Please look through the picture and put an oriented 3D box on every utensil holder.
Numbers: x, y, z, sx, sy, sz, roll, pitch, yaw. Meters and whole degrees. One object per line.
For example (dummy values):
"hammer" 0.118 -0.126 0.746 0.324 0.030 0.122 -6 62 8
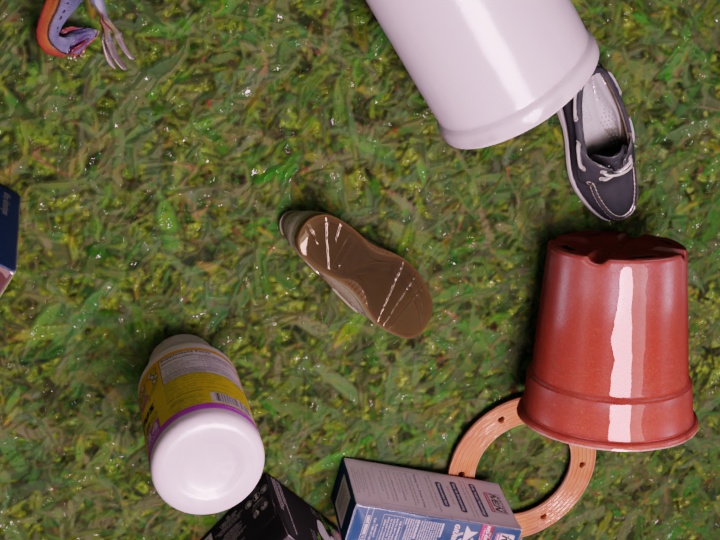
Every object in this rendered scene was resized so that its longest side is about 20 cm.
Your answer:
"utensil holder" 0.102 -0.243 0.929 0.169 0.170 0.201 -36 117 -1

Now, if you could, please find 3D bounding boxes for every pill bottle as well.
"pill bottle" -0.160 0.138 0.980 0.103 0.200 0.105 -6 113 -15

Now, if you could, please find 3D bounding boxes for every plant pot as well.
"plant pot" 0.275 0.066 1.109 0.199 0.201 0.198 -4 104 -16

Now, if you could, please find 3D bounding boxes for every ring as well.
"ring" 0.196 0.240 1.241 0.198 0.019 0.203 -6 114 -15

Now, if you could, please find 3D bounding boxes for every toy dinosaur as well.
"toy dinosaur" -0.229 -0.269 0.855 0.181 0.105 0.201 -33 99 22

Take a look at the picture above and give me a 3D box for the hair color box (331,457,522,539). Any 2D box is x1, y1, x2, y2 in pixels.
"hair color box" 0.073 0.278 1.158 0.198 0.100 0.061 12 109 -14

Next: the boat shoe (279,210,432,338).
"boat shoe" -0.002 0.002 1.064 0.200 0.063 0.074 34 86 -33

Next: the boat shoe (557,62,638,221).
"boat shoe" 0.258 -0.132 1.084 0.075 0.060 0.201 -32 117 -3

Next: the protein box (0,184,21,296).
"protein box" -0.403 -0.028 0.833 0.199 0.199 0.135 32 99 -26

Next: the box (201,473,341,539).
"box" -0.076 0.361 1.143 0.149 0.124 0.200 -45 116 4
